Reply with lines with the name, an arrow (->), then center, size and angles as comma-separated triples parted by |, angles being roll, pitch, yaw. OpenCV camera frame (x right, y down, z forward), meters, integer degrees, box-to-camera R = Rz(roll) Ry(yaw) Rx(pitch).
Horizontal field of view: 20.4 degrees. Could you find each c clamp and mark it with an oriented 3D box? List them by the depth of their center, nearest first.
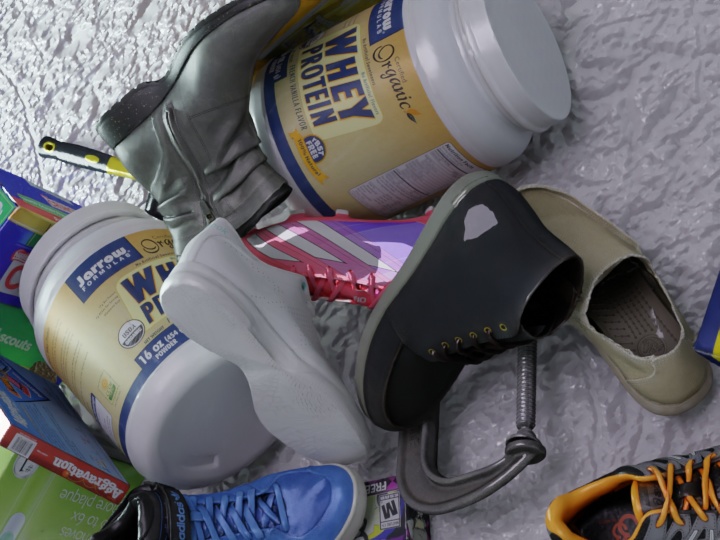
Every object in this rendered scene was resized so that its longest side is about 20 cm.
c clamp -> 0.093, 0.071, 1.374 | 0.171, 0.027, 0.200 | -14, 52, 33

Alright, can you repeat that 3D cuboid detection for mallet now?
mallet -> -0.204, -0.076, 1.655 | 0.200, 0.041, 0.066 | 7, 79, 41

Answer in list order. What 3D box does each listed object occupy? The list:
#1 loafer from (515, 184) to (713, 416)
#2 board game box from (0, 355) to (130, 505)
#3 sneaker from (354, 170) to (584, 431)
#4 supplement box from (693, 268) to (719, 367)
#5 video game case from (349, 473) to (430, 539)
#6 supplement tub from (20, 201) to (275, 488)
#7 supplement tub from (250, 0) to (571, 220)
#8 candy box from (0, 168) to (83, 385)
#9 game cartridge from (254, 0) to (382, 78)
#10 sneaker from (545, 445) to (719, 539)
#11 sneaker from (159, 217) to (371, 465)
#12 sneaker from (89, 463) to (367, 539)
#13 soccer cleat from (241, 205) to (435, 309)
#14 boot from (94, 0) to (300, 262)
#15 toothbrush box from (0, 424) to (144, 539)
loafer -> 0.161, 0.006, 1.324 | 0.076, 0.068, 0.200 | -36, 63, -13
board game box -> -0.240, 0.104, 1.452 | 0.019, 0.103, 0.200 | -56, 29, 2
sneaker -> 0.068, 0.044, 1.321 | 0.106, 0.075, 0.200 | 46, 124, 40
supplement box -> 0.323, 0.034, 1.200 | 0.200, 0.109, 0.109 | 15, 82, 38
video game case -> -0.039, 0.251, 1.415 | 0.200, 0.036, 0.182 | -15, 64, 29
supplement tub -> -0.154, 0.052, 1.490 | 0.144, 0.144, 0.200 | -52, 53, 7
supplement tub -> 0.036, -0.123, 1.434 | 0.200, 0.144, 0.145 | -25, 60, 25
candy box -> -0.291, 0.031, 1.586 | 0.077, 0.169, 0.200 | 42, 99, 35
game cartridge -> -0.034, -0.191, 1.494 | 0.200, 0.176, 0.032 | -42, 81, 16
sneaker -> 0.208, 0.148, 1.258 | 0.200, 0.077, 0.078 | -24, 59, 24
sneaker -> -0.049, 0.047, 1.377 | 0.075, 0.200, 0.089 | -16, 34, 37
sneaker -> -0.100, 0.181, 1.391 | 0.200, 0.111, 0.077 | -25, 58, 24
soccer cleat -> 0.000, 0.000, 1.410 | 0.200, 0.067, 0.077 | -5, 60, 4
boot -> -0.084, -0.102, 1.392 | 0.200, 0.068, 0.131 | -39, 84, 30
toothbrush box -> -0.279, 0.205, 1.529 | 0.086, 0.146, 0.200 | 32, 92, 37
